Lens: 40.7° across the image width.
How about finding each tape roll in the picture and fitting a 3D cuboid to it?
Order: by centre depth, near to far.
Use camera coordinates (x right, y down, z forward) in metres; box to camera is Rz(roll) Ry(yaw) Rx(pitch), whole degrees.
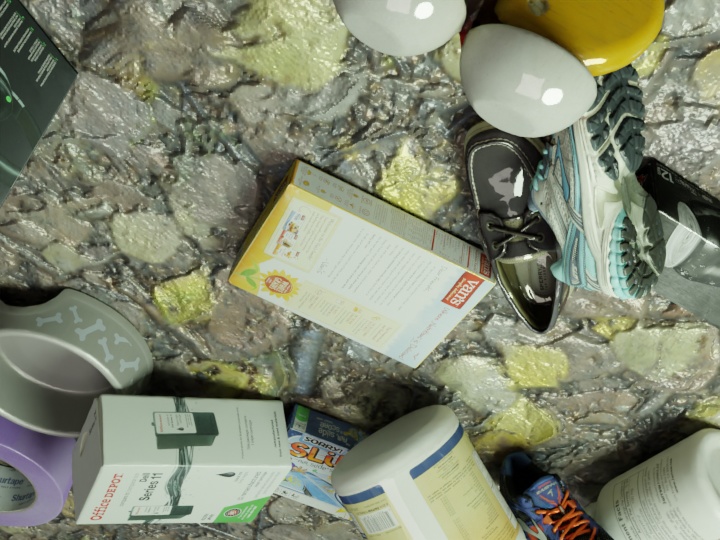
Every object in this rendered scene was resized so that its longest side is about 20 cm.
[{"bbox_3d":[-0.442,0.226,1.159,0.199,0.066,0.201,6,135,6],"label":"tape roll"}]

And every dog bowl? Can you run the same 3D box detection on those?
[{"bbox_3d":[-0.322,0.101,1.013,0.199,0.059,0.201,6,135,6],"label":"dog bowl"}]

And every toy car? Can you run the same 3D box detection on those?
[{"bbox_3d":[0.078,-0.183,0.591,0.199,0.176,0.150,30,172,-9],"label":"toy car"}]

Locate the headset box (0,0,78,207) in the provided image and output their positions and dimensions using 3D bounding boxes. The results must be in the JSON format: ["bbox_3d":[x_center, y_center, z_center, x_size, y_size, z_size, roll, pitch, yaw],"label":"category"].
[{"bbox_3d":[-0.311,-0.142,0.683,0.092,0.175,0.200,-16,131,25],"label":"headset box"}]

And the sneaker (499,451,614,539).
[{"bbox_3d":[0.194,0.252,0.984,0.075,0.200,0.079,-24,114,-19],"label":"sneaker"}]

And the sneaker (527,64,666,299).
[{"bbox_3d":[0.154,-0.074,0.697,0.086,0.077,0.201,1,109,43],"label":"sneaker"}]

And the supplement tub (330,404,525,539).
[{"bbox_3d":[0.076,0.253,0.973,0.144,0.144,0.201,-28,93,34],"label":"supplement tub"}]

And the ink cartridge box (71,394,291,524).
[{"bbox_3d":[-0.192,0.202,1.025,0.199,0.083,0.147,6,141,-24],"label":"ink cartridge box"}]

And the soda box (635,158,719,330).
[{"bbox_3d":[0.288,-0.004,0.777,0.199,0.064,0.071,28,134,-17],"label":"soda box"}]

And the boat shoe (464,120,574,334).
[{"bbox_3d":[0.131,-0.030,0.781,0.072,0.065,0.200,-7,132,20],"label":"boat shoe"}]

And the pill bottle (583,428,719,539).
[{"bbox_3d":[0.309,0.254,0.995,0.114,0.115,0.200,30,133,-18],"label":"pill bottle"}]

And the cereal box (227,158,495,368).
[{"bbox_3d":[0.000,0.000,0.857,0.199,0.040,0.144,26,134,-14],"label":"cereal box"}]

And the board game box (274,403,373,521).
[{"bbox_3d":[-0.008,0.231,1.095,0.199,0.035,0.136,22,135,-10],"label":"board game box"}]
